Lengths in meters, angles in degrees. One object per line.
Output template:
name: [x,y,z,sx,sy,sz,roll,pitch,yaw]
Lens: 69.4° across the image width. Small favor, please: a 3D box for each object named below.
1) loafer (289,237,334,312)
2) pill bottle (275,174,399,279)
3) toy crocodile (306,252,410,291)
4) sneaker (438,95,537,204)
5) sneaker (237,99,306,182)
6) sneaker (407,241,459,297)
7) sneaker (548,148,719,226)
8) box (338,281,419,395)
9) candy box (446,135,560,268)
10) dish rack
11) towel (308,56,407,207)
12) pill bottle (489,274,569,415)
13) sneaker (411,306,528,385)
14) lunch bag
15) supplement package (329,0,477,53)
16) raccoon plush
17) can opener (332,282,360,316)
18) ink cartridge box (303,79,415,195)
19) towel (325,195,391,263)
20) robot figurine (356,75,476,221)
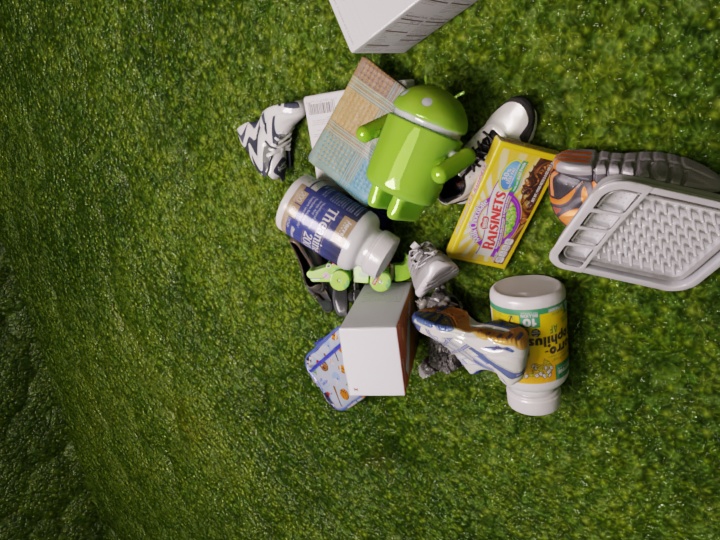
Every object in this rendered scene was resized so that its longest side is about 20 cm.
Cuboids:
loafer: [-0.096,0.005,1.027,0.072,0.063,0.201,8,126,36]
pill bottle: [-0.037,-0.071,0.899,0.199,0.111,0.111,32,126,10]
toy crocodile: [0.000,0.000,0.958,0.198,0.068,0.062,1,103,10]
sneaker: [0.184,-0.169,0.777,0.074,0.080,0.200,46,128,15]
sneaker: [-0.155,-0.243,1.008,0.198,0.079,0.130,-11,103,40]
sneaker: [0.102,-0.009,0.845,0.074,0.200,0.082,-31,88,-2]
sneaker: [0.353,-0.094,0.691,0.199,0.078,0.113,15,131,29]
box: [0.040,0.113,0.918,0.097,0.200,0.125,-3,109,15]
candy box: [0.211,-0.096,0.785,0.102,0.026,0.201,12,124,-10]
dish rack: [0.357,-0.049,0.649,0.199,0.044,0.172,13,145,1]
towel: [0.010,-0.223,0.859,0.147,0.022,0.200,41,121,11]
pill bottle: [0.266,0.118,0.814,0.112,0.113,0.201,4,111,36]
sneaker: [0.157,0.114,0.791,0.199,0.075,0.089,17,120,46]
lunch bag: [-0.032,0.200,1.110,0.161,0.075,0.200,54,130,9]
supplement package: [0.069,-0.419,0.708,0.199,0.150,0.153,-20,96,41]
raccoon plush: [0.125,0.116,0.930,0.134,0.097,0.200,52,131,4]
can opener: [-0.015,0.116,1.014,0.066,0.053,0.201,-7,73,7]
ink cartridge box: [0.005,-0.223,0.899,0.199,0.045,0.177,2,109,30]
towel: [-0.038,-0.088,1.003,0.148,0.049,0.200,47,130,13]
robot figurine: [0.081,-0.174,0.757,0.175,0.115,0.201,37,114,35]
